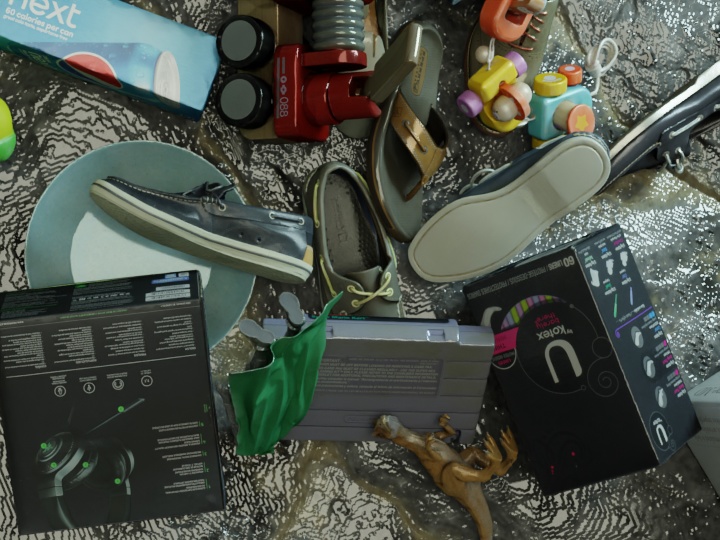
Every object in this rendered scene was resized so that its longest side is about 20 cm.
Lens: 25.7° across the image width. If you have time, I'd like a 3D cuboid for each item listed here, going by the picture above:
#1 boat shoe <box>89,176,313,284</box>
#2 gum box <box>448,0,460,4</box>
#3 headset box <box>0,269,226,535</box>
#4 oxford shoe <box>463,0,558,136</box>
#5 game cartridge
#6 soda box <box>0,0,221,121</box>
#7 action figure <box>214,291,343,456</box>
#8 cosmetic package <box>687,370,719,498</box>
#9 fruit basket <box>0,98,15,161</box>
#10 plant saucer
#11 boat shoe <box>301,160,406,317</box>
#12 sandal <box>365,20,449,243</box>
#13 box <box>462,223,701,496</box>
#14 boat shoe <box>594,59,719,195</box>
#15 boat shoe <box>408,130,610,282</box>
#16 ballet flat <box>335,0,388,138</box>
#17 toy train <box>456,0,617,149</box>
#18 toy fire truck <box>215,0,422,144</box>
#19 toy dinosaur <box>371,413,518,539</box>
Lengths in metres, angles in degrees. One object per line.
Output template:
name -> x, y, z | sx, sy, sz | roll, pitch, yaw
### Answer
boat shoe -> -0.130, -0.046, 1.336 | 0.199, 0.075, 0.062 | 18, 79, -13
gum box -> 0.106, -0.346, 1.397 | 0.200, 0.045, 0.170 | -32, 67, -21
headset box -> -0.205, 0.114, 1.311 | 0.174, 0.093, 0.201 | -7, 105, -5
oxford shoe -> 0.140, -0.222, 1.429 | 0.070, 0.075, 0.201 | 11, 85, -10
game cartridge -> 0.009, 0.094, 1.368 | 0.199, 0.038, 0.130 | 2, 126, -8
soda box -> -0.221, -0.197, 1.372 | 0.199, 0.064, 0.068 | 20, 83, -7
action figure -> -0.076, 0.098, 1.293 | 0.118, 0.200, 0.055 | -31, 64, -28
cosmetic package -> 0.420, 0.139, 1.408 | 0.200, 0.165, 0.165 | -30, 92, -11
fruit basket -> -0.387, -0.136, 1.300 | 0.155, 0.216, 0.216 | -38, 93, -10
plant saucer -> -0.191, -0.011, 1.378 | 0.200, 0.039, 0.202 | 1, 86, -10
boat shoe -> -0.003, 0.001, 1.398 | 0.072, 0.060, 0.202 | -17, 89, -10
sandal -> 0.053, -0.125, 1.404 | 0.054, 0.082, 0.201 | 4, 76, 35
box -> 0.193, 0.078, 1.379 | 0.122, 0.106, 0.201 | -22, 91, 35
boat shoe -> 0.287, -0.123, 1.450 | 0.200, 0.073, 0.063 | -38, 90, -14
boat shoe -> 0.131, -0.059, 1.397 | 0.200, 0.062, 0.075 | -38, 99, 16
ballet flat -> -0.005, -0.220, 1.410 | 0.067, 0.064, 0.201 | -1, 87, -11
toy train -> 0.165, -0.181, 1.385 | 0.200, 0.056, 0.151 | 26, 94, -44
toy fire truck -> -0.021, -0.201, 1.324 | 0.199, 0.129, 0.177 | -1, 87, 25
toy dinosaur -> 0.090, 0.184, 1.397 | 0.106, 0.060, 0.200 | -30, 108, 27
